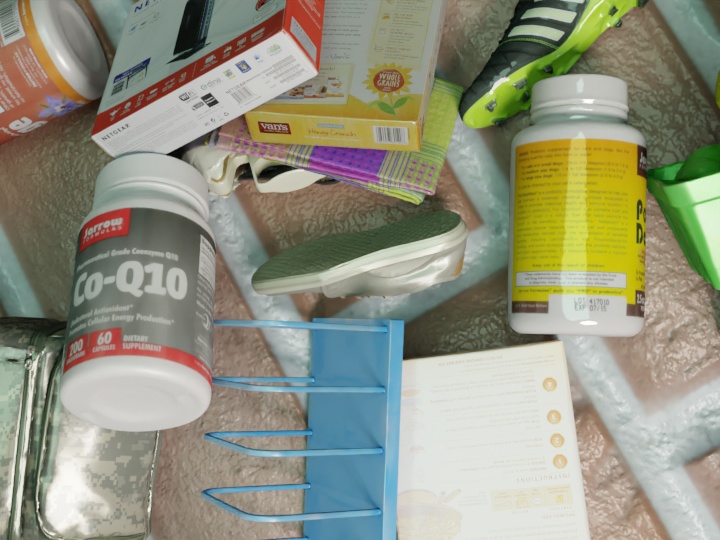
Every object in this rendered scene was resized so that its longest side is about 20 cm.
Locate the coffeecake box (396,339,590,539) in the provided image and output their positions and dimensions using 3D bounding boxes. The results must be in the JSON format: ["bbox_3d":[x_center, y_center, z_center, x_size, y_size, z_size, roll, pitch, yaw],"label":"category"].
[{"bbox_3d":[0.104,0.167,0.778,0.152,0.073,0.203,-8,84,11],"label":"coffeecake box"}]

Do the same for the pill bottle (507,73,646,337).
[{"bbox_3d":[0.174,-0.049,0.761,0.108,0.109,0.203,1,87,12],"label":"pill bottle"}]

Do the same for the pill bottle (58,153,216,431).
[{"bbox_3d":[-0.173,0.014,0.755,0.112,0.114,0.202,-11,58,11],"label":"pill bottle"}]

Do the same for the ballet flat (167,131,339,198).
[{"bbox_3d":[-0.099,-0.100,0.838,0.197,0.073,0.074,1,86,10],"label":"ballet flat"}]

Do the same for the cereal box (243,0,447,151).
[{"bbox_3d":[-0.005,-0.190,0.799,0.142,0.040,0.202,5,56,12],"label":"cereal box"}]

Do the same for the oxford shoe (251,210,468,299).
[{"bbox_3d":[0.000,0.000,0.820,0.198,0.075,0.058,-12,120,12],"label":"oxford shoe"}]

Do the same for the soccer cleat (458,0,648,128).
[{"bbox_3d":[0.154,-0.202,0.806,0.200,0.067,0.081,-42,63,4],"label":"soccer cleat"}]

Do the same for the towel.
[{"bbox_3d":[-0.019,-0.134,0.808,0.198,0.023,0.145,14,56,7],"label":"towel"}]

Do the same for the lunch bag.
[{"bbox_3d":[-0.254,0.139,0.830,0.166,0.139,0.203,7,88,-4],"label":"lunch bag"}]

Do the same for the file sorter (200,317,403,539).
[{"bbox_3d":[-0.054,0.138,0.759,0.121,0.138,0.203,4,86,-28],"label":"file sorter"}]

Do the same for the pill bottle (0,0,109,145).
[{"bbox_3d":[-0.345,-0.175,0.878,0.198,0.112,0.113,-23,82,10],"label":"pill bottle"}]

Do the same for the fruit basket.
[{"bbox_3d":[0.316,-0.105,0.711,0.213,0.156,0.219,1,100,7],"label":"fruit basket"}]

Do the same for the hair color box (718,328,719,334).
[{"bbox_3d":[0.348,0.123,0.713,0.064,0.109,0.202,-26,81,9],"label":"hair color box"}]

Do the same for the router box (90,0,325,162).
[{"bbox_3d":[-0.122,-0.195,0.792,0.198,0.049,0.181,-22,45,26],"label":"router box"}]
